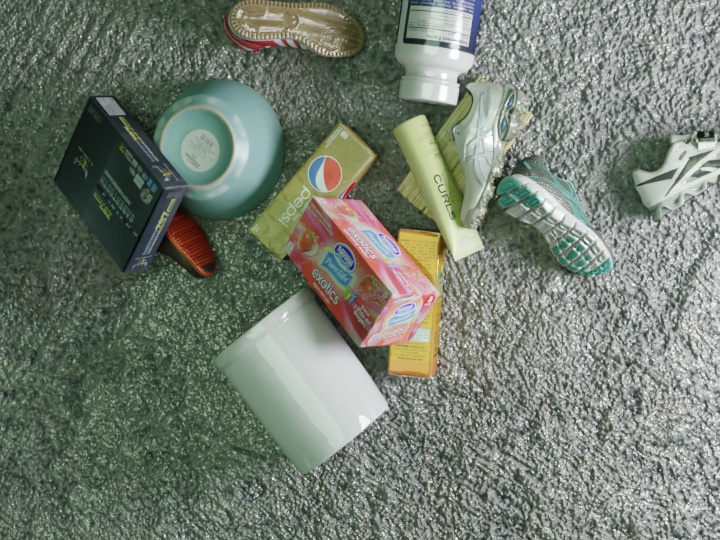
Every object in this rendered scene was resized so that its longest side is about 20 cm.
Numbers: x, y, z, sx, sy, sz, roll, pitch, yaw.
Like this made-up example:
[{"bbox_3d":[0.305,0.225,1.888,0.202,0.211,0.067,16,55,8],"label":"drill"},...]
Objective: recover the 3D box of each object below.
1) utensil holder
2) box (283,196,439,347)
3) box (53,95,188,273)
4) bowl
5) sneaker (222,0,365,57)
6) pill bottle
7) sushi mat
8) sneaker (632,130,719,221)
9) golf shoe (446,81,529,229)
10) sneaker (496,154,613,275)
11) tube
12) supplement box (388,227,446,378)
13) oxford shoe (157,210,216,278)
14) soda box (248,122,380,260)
[{"bbox_3d":[-0.079,0.154,1.627,0.169,0.170,0.201,-38,87,11],"label":"utensil holder"},{"bbox_3d":[0.000,0.000,1.587,0.201,0.102,0.095,51,122,31],"label":"box"},{"bbox_3d":[-0.340,-0.122,1.653,0.200,0.051,0.159,49,125,24],"label":"box"},{"bbox_3d":[-0.215,-0.174,1.665,0.197,0.105,0.205,1,93,11],"label":"bowl"},{"bbox_3d":[-0.098,-0.340,1.659,0.197,0.112,0.073,7,93,-20],"label":"sneaker"},{"bbox_3d":[0.105,-0.329,1.588,0.109,0.111,0.204,9,96,10],"label":"pill bottle"},{"bbox_3d":[0.144,-0.163,1.640,0.095,0.012,0.201,37,100,5],"label":"sushi mat"},{"bbox_3d":[0.450,-0.154,1.548,0.198,0.074,0.089,-32,89,11],"label":"sneaker"},{"bbox_3d":[0.157,-0.159,1.599,0.096,0.078,0.203,18,89,13],"label":"golf shoe"},{"bbox_3d":[0.276,-0.079,1.589,0.200,0.092,0.077,43,141,-15],"label":"sneaker"},{"bbox_3d":[0.109,-0.113,1.614,0.057,0.052,0.203,-24,86,-8],"label":"tube"},{"bbox_3d":[0.080,0.044,1.639,0.067,0.067,0.204,3,95,11],"label":"supplement box"},{"bbox_3d":[-0.289,-0.054,1.714,0.200,0.071,0.073,47,118,12],"label":"oxford shoe"},{"bbox_3d":[-0.065,-0.109,1.659,0.068,0.064,0.200,43,101,6],"label":"soda box"}]
